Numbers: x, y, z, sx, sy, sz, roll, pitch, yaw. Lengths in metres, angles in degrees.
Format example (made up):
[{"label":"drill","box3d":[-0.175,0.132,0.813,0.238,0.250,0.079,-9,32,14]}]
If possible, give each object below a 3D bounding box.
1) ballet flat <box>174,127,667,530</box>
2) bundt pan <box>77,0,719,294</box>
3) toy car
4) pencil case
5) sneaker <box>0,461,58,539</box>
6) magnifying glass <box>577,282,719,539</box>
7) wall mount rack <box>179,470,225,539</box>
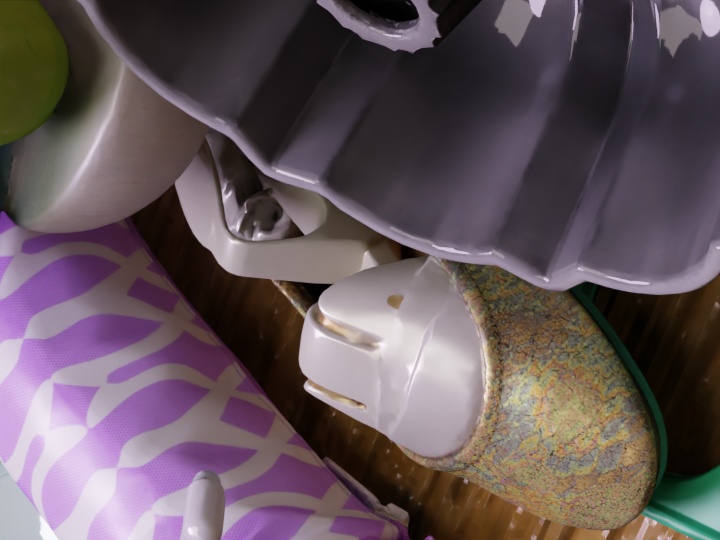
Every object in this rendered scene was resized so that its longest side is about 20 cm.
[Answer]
[{"label":"ballet flat","box3d":[0.000,0.000,0.721,0.200,0.070,0.071,51,126,35]},{"label":"bundt pan","box3d":[0.020,-0.084,0.586,0.201,0.202,0.076,8,56,42]},{"label":"toy car","box3d":[-0.147,-0.046,0.717,0.200,0.174,0.151,34,104,61]},{"label":"pencil case","box3d":[-0.063,0.040,0.793,0.085,0.084,0.200,-41,65,0]},{"label":"sneaker","box3d":[-0.124,0.147,0.834,0.073,0.118,0.202,16,104,42]},{"label":"magnifying glass","box3d":[0.111,0.060,0.674,0.200,0.022,0.080,52,126,28]},{"label":"wall mount rack","box3d":[0.006,0.137,0.647,0.075,0.198,0.175,106,172,-51]}]
